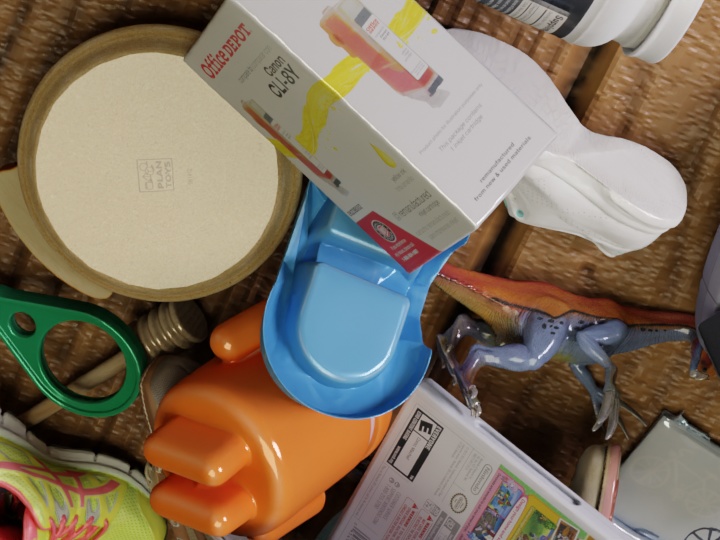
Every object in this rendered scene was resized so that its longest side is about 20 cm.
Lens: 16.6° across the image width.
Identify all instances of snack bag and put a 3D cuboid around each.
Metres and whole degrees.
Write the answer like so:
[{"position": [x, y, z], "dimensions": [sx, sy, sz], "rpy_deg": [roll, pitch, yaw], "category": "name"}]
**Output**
[{"position": [0.237, 0.211, 1.758], "dimensions": [0.188, 0.021, 0.200], "rpy_deg": [31, 119, -12], "category": "snack bag"}]

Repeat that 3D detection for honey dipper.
[{"position": [-0.191, 0.077, 1.714], "dimensions": [0.199, 0.038, 0.038], "rpy_deg": [-31, 114, 26], "category": "honey dipper"}]

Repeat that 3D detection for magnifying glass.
[{"position": [-0.233, 0.030, 1.674], "dimensions": [0.199, 0.022, 0.080], "rpy_deg": [32, 121, -2], "category": "magnifying glass"}]

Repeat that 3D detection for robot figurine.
[{"position": [-0.056, 0.097, 1.630], "dimensions": [0.116, 0.200, 0.144], "rpy_deg": [-32, 92, 46], "category": "robot figurine"}]

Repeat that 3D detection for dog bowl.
[{"position": [0.000, 0.000, 1.572], "dimensions": [0.111, 0.201, 0.050], "rpy_deg": [22, 165, -12], "category": "dog bowl"}]

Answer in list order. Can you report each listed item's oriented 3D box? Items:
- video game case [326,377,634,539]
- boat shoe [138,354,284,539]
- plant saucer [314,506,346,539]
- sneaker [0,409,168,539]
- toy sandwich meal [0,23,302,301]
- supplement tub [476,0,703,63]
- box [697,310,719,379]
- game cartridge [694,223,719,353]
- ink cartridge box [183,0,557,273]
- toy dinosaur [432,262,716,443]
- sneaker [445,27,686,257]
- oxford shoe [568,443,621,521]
[{"position": [0.070, 0.200, 1.672], "dimensions": [0.182, 0.022, 0.201], "rpy_deg": [38, 124, 15], "category": "video game case"}, {"position": [-0.118, 0.141, 1.712], "dimensions": [0.071, 0.076, 0.201], "rpy_deg": [7, 132, 32], "category": "boat shoe"}, {"position": [0.056, 0.235, 1.767], "dimensions": [0.200, 0.039, 0.202], "rpy_deg": [3, 110, 7], "category": "plant saucer"}, {"position": [-0.222, 0.168, 1.720], "dimensions": [0.199, 0.091, 0.078], "rpy_deg": [26, 129, -29], "category": "sneaker"}, {"position": [-0.132, -0.068, 1.603], "dimensions": [0.204, 0.070, 0.206], "rpy_deg": [1, 110, 3], "category": "toy sandwich meal"}, {"position": [0.107, -0.216, 1.443], "dimensions": [0.199, 0.141, 0.141], "rpy_deg": [23, 121, -8], "category": "supplement tub"}, {"position": [0.355, 0.072, 1.569], "dimensions": [0.199, 0.124, 0.198], "rpy_deg": [-33, 128, 12], "category": "box"}, {"position": [0.297, -0.025, 1.581], "dimensions": [0.133, 0.041, 0.201], "rpy_deg": [8, 123, -25], "category": "game cartridge"}, {"position": [0.001, -0.106, 1.490], "dimensions": [0.200, 0.145, 0.083], "rpy_deg": [43, 72, -4], "category": "ink cartridge box"}, {"position": [0.146, 0.041, 1.631], "dimensions": [0.181, 0.105, 0.201], "rpy_deg": [-21, 106, -6], "category": "toy dinosaur"}, {"position": [0.107, -0.071, 1.579], "dimensions": [0.200, 0.075, 0.088], "rpy_deg": [36, 140, -11], "category": "sneaker"}, {"position": [0.122, 0.200, 1.688], "dimensions": [0.073, 0.071, 0.201], "rpy_deg": [22, 110, 3], "category": "oxford shoe"}]
